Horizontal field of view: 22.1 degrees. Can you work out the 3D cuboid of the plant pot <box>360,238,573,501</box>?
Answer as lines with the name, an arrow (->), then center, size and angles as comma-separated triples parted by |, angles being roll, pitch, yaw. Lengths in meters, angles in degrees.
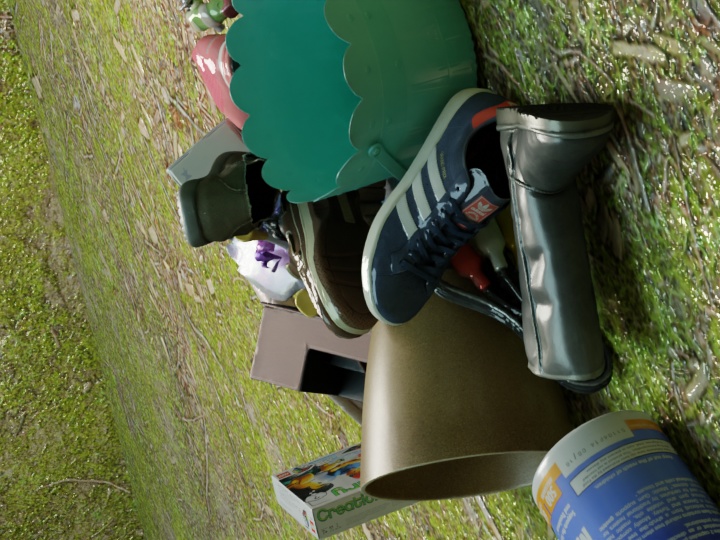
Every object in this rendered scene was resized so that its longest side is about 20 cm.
plant pot -> 0.081, 0.077, 1.546 | 0.186, 0.185, 0.201 | 124, 142, -69

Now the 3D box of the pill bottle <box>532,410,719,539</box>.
pill bottle -> 0.217, 0.208, 1.331 | 0.112, 0.111, 0.200 | 90, 155, -48

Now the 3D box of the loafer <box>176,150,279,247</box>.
loafer -> -0.098, -0.062, 1.603 | 0.200, 0.069, 0.076 | -52, -48, -70

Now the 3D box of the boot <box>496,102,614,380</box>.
boot -> 0.145, -0.019, 1.327 | 0.182, 0.072, 0.202 | -138, 46, -83

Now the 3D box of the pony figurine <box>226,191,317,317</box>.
pony figurine -> -0.046, -0.021, 1.802 | 0.193, 0.167, 0.200 | 46, -168, 20

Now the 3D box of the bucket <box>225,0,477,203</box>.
bucket -> -0.007, -0.162, 1.516 | 0.207, 0.134, 0.209 | 29, 124, 53

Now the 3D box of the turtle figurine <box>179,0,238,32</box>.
turtle figurine -> -0.090, -0.263, 1.715 | 0.199, 0.144, 0.195 | 15, 143, 28

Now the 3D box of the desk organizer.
desk organizer -> -0.009, 0.089, 1.787 | 0.199, 0.072, 0.078 | 12, 91, 38

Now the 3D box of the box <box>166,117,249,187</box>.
box -> -0.121, -0.106, 1.804 | 0.068, 0.082, 0.200 | 50, -169, -3

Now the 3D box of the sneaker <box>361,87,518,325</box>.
sneaker -> 0.072, -0.045, 1.428 | 0.084, 0.075, 0.201 | 25, 91, 52

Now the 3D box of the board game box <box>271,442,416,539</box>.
board game box -> 0.027, 0.192, 1.756 | 0.126, 0.199, 0.035 | -157, 50, -68

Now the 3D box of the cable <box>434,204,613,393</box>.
cable -> 0.119, 0.021, 1.458 | 0.200, 0.097, 0.050 | 56, 162, 36

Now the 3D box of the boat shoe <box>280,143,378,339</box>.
boat shoe -> -0.028, -0.013, 1.567 | 0.075, 0.074, 0.203 | -51, 34, 37

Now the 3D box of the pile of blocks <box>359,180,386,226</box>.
pile of blocks -> -0.006, -0.056, 1.652 | 0.082, 0.062, 0.201 | -26, 77, 33

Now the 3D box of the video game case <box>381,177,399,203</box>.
video game case -> 0.027, -0.100, 1.699 | 0.182, 0.045, 0.201 | 96, 150, -57

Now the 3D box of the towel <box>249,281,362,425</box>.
towel -> -0.032, 0.096, 1.989 | 0.191, 0.032, 0.200 | 45, -175, -42

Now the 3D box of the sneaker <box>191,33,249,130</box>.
sneaker -> -0.085, -0.150, 1.697 | 0.086, 0.074, 0.200 | 17, 152, 43

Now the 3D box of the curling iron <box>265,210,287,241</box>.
curling iron -> 0.000, 0.000, 1.685 | 0.026, 0.199, 0.050 | -51, 16, 24
